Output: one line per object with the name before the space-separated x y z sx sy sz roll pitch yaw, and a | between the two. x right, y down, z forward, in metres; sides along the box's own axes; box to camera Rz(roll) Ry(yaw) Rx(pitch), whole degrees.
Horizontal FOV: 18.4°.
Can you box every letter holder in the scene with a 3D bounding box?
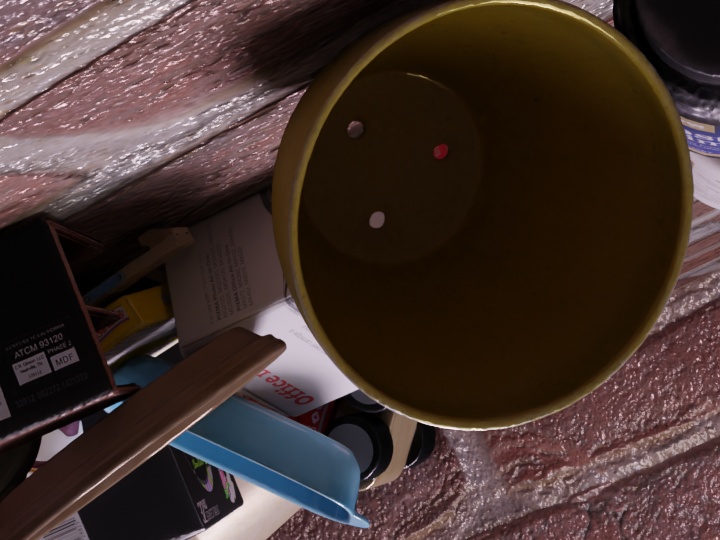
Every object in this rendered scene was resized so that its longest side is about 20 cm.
letter holder | -0.226 0.061 1.214 0.200 0.101 0.142 -23 174 5

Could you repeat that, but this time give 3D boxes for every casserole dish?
casserole dish | -0.078 0.105 1.404 0.121 0.200 0.039 97 17 -77

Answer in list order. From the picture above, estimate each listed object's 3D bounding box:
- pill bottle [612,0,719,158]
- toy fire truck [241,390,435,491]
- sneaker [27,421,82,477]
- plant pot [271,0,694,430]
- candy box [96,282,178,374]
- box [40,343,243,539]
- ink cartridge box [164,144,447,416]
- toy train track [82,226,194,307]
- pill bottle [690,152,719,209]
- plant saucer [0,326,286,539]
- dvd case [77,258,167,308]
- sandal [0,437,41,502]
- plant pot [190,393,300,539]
pill bottle | 0.181 -0.121 1.086 0.112 0.112 0.200 -24 172 8
toy fire truck | -0.033 0.037 1.522 0.200 0.177 0.129 19 -169 23
sneaker | -0.255 0.120 1.447 0.075 0.090 0.200 -9 179 -43
plant pot | 0.039 -0.039 1.064 0.200 0.201 0.142 -20 -162 -15
candy box | -0.139 0.037 1.391 0.102 0.026 0.200 -36 175 19
box | -0.179 0.137 1.626 0.124 0.149 0.200 -23 178 5
ink cartridge box | 0.000 0.000 1.344 0.200 0.084 0.145 -24 150 19
toy train track | -0.186 0.022 1.314 0.200 0.033 0.115 -33 173 20
pill bottle | 0.249 -0.097 1.424 0.114 0.115 0.200 -23 172 3
plant saucer | -0.128 0.093 1.244 0.200 0.029 0.200 -38 177 -2
dvd case | -0.190 0.038 1.459 0.148 0.016 0.200 -24 172 4
sandal | -0.282 0.105 1.287 0.200 0.080 0.057 1 145 16
plant pot | -0.123 0.177 2.041 0.183 0.201 0.200 -34 172 2
